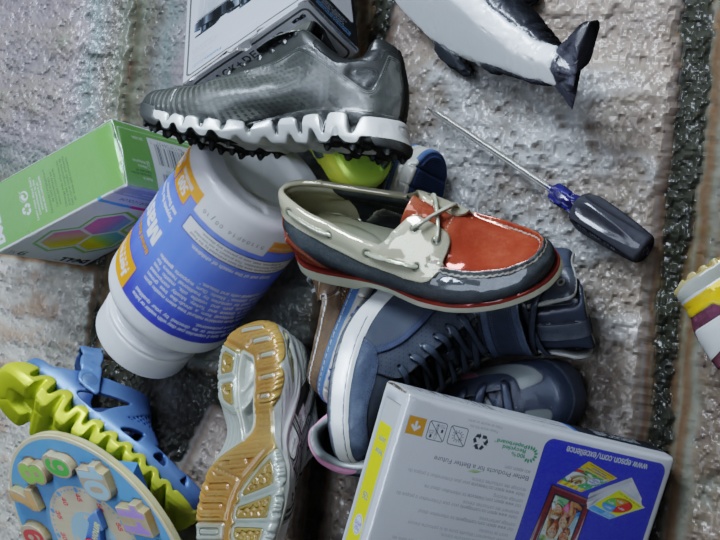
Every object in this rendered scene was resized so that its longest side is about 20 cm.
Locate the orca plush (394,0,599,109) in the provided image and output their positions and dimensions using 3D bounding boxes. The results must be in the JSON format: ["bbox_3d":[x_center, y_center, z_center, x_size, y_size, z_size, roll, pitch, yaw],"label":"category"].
[{"bbox_3d":[0.102,-0.189,0.900,0.071,0.105,0.200,-37,34,-18],"label":"orca plush"}]

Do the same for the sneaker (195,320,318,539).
[{"bbox_3d":[-0.062,0.141,0.944,0.076,0.088,0.200,-3,70,31],"label":"sneaker"}]

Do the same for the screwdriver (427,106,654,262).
[{"bbox_3d":[0.124,-0.066,0.906,0.200,0.029,0.028,39,105,31],"label":"screwdriver"}]

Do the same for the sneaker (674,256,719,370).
[{"bbox_3d":[0.296,-0.001,0.777,0.200,0.075,0.090,-34,78,30],"label":"sneaker"}]

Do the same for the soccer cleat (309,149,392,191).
[{"bbox_3d":[-0.029,-0.114,0.951,0.084,0.065,0.200,-50,40,28],"label":"soccer cleat"}]

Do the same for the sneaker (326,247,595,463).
[{"bbox_3d":[0.072,0.051,0.846,0.146,0.077,0.202,7,46,27],"label":"sneaker"}]

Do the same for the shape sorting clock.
[{"bbox_3d":[-0.209,0.216,1.018,0.200,0.039,0.200,17,124,26],"label":"shape sorting clock"}]

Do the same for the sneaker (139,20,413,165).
[{"bbox_3d":[-0.054,-0.122,0.861,0.200,0.066,0.091,5,84,23],"label":"sneaker"}]

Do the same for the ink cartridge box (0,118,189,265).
[{"bbox_3d":[-0.239,-0.051,1.066,0.200,0.104,0.059,-24,73,26],"label":"ink cartridge box"}]

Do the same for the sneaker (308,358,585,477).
[{"bbox_3d":[0.056,0.108,0.893,0.200,0.082,0.070,-21,74,26],"label":"sneaker"}]

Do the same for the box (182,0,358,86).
[{"bbox_3d":[-0.069,-0.210,0.956,0.117,0.060,0.200,-30,41,23],"label":"box"}]

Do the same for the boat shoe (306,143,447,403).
[{"bbox_3d":[0.000,0.000,0.949,0.072,0.072,0.200,19,85,35],"label":"boat shoe"}]

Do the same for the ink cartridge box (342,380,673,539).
[{"bbox_3d":[0.083,0.189,0.819,0.047,0.198,0.200,30,103,68],"label":"ink cartridge box"}]

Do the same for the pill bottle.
[{"bbox_3d":[-0.124,-0.008,0.981,0.200,0.112,0.112,-49,64,33],"label":"pill bottle"}]

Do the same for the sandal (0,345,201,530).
[{"bbox_3d":[-0.198,0.128,1.042,0.200,0.087,0.079,42,134,8],"label":"sandal"}]

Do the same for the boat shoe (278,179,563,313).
[{"bbox_3d":[0.034,-0.022,0.836,0.200,0.071,0.063,9,132,33],"label":"boat shoe"}]
